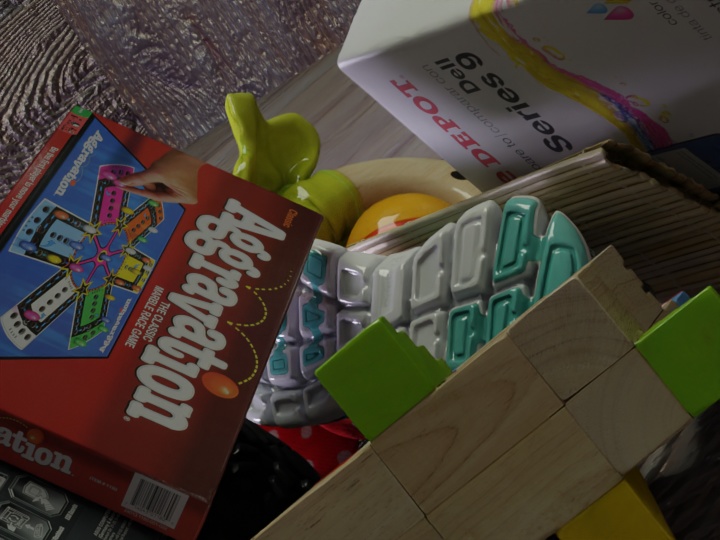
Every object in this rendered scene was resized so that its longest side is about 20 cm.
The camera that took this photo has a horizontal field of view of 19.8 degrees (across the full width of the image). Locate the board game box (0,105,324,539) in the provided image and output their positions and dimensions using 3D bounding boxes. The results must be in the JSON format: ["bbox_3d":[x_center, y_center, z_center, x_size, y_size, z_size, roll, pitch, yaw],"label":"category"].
[{"bbox_3d":[-0.077,0.009,0.678,0.200,0.103,0.019,-72,8,-63],"label":"board game box"}]

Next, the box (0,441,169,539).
[{"bbox_3d":[-0.131,0.051,0.636,0.051,0.157,0.200,-64,1,27],"label":"box"}]

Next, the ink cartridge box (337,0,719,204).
[{"bbox_3d":[0.113,-0.082,0.725,0.200,0.145,0.088,-10,47,50],"label":"ink cartridge box"}]

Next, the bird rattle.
[{"bbox_3d":[0.000,0.000,0.924,0.162,0.113,0.200,-11,35,-4],"label":"bird rattle"}]

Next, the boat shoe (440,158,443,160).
[{"bbox_3d":[0.053,-0.017,1.028,0.200,0.072,0.068,-20,49,34],"label":"boat shoe"}]

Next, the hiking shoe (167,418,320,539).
[{"bbox_3d":[-0.069,0.135,0.709,0.101,0.076,0.200,-56,3,28],"label":"hiking shoe"}]

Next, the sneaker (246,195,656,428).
[{"bbox_3d":[0.027,0.027,0.778,0.200,0.091,0.078,-6,72,44],"label":"sneaker"}]

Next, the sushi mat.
[{"bbox_3d":[0.075,-0.004,0.785,0.200,0.096,0.012,-21,44,61],"label":"sushi mat"}]

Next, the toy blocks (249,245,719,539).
[{"bbox_3d":[0.034,0.059,0.628,0.200,0.100,0.137,-40,-4,15],"label":"toy blocks"}]
